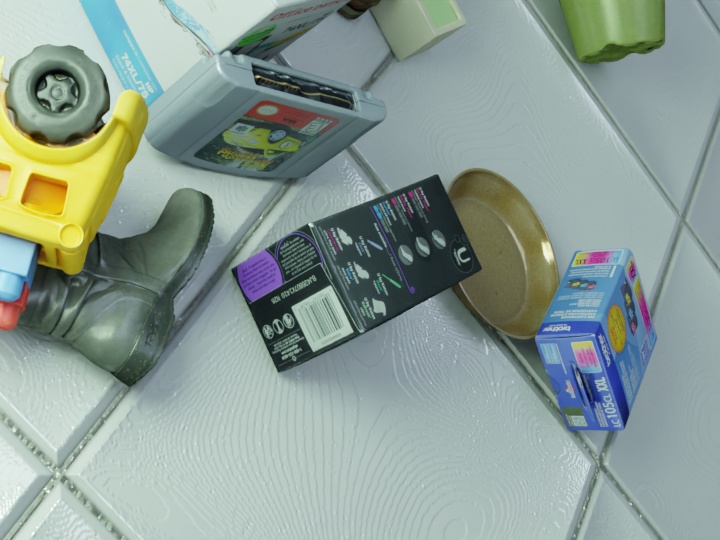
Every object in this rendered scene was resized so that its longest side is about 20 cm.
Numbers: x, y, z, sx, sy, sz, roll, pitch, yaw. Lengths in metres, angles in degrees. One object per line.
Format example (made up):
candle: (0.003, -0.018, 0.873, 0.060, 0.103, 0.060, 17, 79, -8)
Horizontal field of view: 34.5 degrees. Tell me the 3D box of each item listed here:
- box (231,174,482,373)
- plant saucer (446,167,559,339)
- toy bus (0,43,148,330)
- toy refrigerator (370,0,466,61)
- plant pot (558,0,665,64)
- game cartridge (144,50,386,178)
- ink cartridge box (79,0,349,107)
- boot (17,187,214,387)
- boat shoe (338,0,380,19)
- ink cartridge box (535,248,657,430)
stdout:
box: (0.000, 0.000, 1.072, 0.199, 0.122, 0.107, -25, 88, -49)
plant saucer: (0.148, -0.015, 1.300, 0.199, 0.035, 0.202, 22, 56, -38)
toy bus: (-0.271, -0.065, 0.818, 0.198, 0.136, 0.194, 18, 77, -10)
toy refrigerator: (0.038, -0.351, 1.328, 0.076, 0.070, 0.201, -31, 94, -48)
plant pot: (0.348, -0.394, 1.603, 0.199, 0.199, 0.192, -9, 88, -47)
game cartridge: (-0.088, -0.132, 1.038, 0.199, 0.133, 0.041, 7, 65, -44)
ink cartridge box: (-0.124, -0.257, 1.013, 0.146, 0.199, 0.147, -29, 92, -48)
boot: (-0.198, -0.017, 0.923, 0.130, 0.068, 0.201, 34, 47, -22)
boat shoe: (-0.048, -0.355, 1.240, 0.199, 0.068, 0.073, 30, 53, -31)
ink cartridge box: (0.267, 0.087, 1.318, 0.200, 0.076, 0.137, -54, 129, -44)
